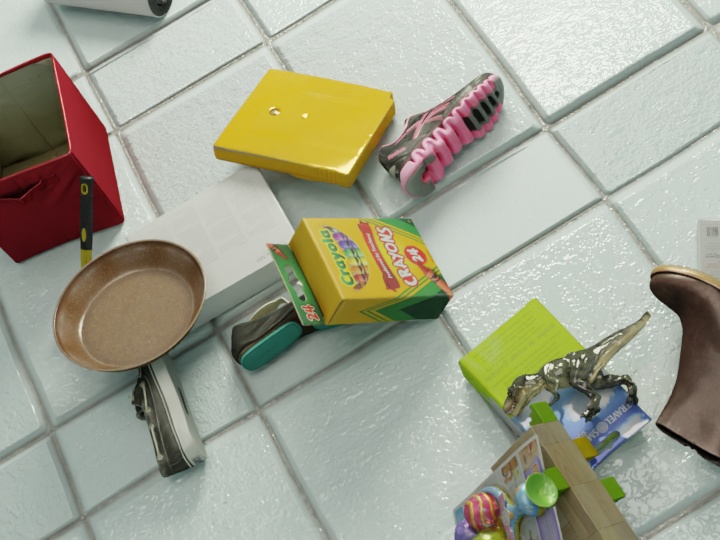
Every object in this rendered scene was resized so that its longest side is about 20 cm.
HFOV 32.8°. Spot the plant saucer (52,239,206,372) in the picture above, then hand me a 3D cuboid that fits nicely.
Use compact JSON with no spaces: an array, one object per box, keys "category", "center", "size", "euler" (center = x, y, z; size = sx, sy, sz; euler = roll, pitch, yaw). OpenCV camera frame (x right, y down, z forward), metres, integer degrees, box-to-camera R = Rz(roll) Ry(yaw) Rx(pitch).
[{"category":"plant saucer","center":[-0.278,0.049,1.500],"size":[0.198,0.037,0.202],"euler":[-9,49,10]}]

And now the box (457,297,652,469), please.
[{"category":"box","center":[0.219,0.141,1.381],"size":[0.122,0.048,0.200],"euler":[-39,61,-6]}]

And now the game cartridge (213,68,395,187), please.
[{"category":"game cartridge","center":[-0.070,-0.191,1.620],"size":[0.198,0.033,0.177],"euler":[15,50,19]}]

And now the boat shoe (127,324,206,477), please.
[{"category":"boat shoe","center":[-0.250,0.155,1.490],"size":[0.063,0.071,0.201],"euler":[-25,61,0]}]

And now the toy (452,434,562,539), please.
[{"category":"toy","center":[0.134,0.263,1.260],"size":[0.047,0.200,0.116],"euler":[5,56,-25]}]

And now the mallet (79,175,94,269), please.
[{"category":"mallet","center":[-0.343,-0.018,1.567],"size":[0.065,0.041,0.202],"euler":[14,105,14]}]

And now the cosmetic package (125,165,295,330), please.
[{"category":"cosmetic package","center":[-0.185,-0.027,1.580],"size":[0.199,0.052,0.151],"euler":[-30,57,-2]}]

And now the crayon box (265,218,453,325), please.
[{"category":"crayon box","center":[0.000,0.000,1.444],"size":[0.198,0.051,0.128],"euler":[-3,51,-37]}]

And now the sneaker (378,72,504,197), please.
[{"category":"sneaker","center":[0.101,-0.189,1.581],"size":[0.200,0.079,0.095],"euler":[-45,49,-12]}]

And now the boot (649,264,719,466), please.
[{"category":"boot","center":[0.366,0.099,1.327],"size":[0.199,0.073,0.167],"euler":[34,73,23]}]

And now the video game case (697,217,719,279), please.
[{"category":"video game case","center":[0.458,0.031,1.392],"size":[0.141,0.018,0.202],"euler":[0,63,15]}]

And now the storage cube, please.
[{"category":"storage cube","center":[-0.438,-0.145,1.637],"size":[0.169,0.180,0.202],"euler":[-21,60,4]}]

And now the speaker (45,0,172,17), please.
[{"category":"speaker","center":[-0.381,-0.430,1.830],"size":[0.198,0.081,0.082],"euler":[12,66,20]}]

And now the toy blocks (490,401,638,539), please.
[{"category":"toy blocks","center":[0.195,0.262,1.284],"size":[0.137,0.099,0.201],"euler":[-53,56,35]}]

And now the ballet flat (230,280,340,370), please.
[{"category":"ballet flat","center":[-0.074,0.049,1.502],"size":[0.198,0.068,0.069],"euler":[-26,50,0]}]

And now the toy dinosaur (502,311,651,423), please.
[{"category":"toy dinosaur","center":[0.253,0.116,1.335],"size":[0.198,0.048,0.088],"euler":[-27,53,-7]}]
